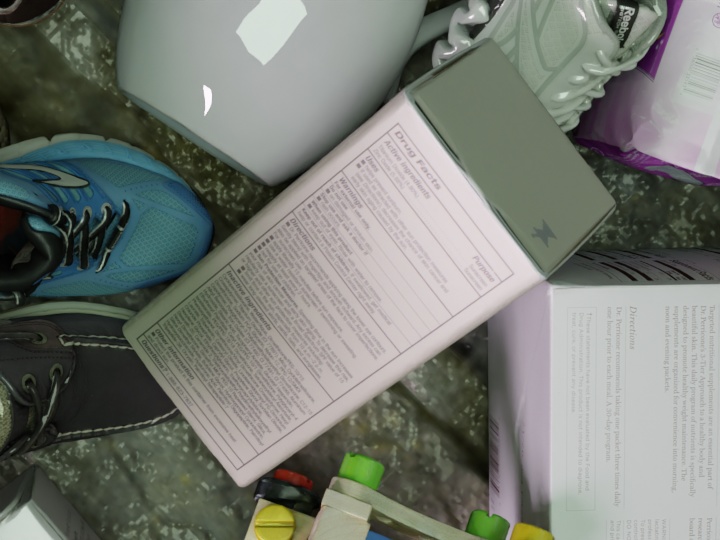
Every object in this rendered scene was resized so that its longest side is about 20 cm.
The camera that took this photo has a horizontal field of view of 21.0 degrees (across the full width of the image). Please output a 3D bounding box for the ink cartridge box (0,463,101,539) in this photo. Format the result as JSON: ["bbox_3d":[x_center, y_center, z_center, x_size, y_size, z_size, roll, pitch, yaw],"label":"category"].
[{"bbox_3d":[-0.142,0.212,0.882,0.144,0.084,0.200,-38,100,-2],"label":"ink cartridge box"}]

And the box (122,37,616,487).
[{"bbox_3d":[0.000,0.000,0.818,0.200,0.078,0.095,-35,92,38],"label":"box"}]

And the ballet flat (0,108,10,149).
[{"bbox_3d":[-0.217,0.007,0.868,0.067,0.046,0.201,31,92,-10],"label":"ballet flat"}]

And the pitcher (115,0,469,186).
[{"bbox_3d":[-0.001,-0.129,0.852,0.171,0.121,0.201,34,87,-31],"label":"pitcher"}]

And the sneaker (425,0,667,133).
[{"bbox_3d":[0.082,-0.097,0.827,0.081,0.075,0.201,35,126,30],"label":"sneaker"}]

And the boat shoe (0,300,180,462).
[{"bbox_3d":[-0.163,0.055,0.849,0.199,0.065,0.072,5,114,-25],"label":"boat shoe"}]

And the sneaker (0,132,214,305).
[{"bbox_3d":[-0.143,-0.011,0.824,0.199,0.090,0.079,2,113,-41],"label":"sneaker"}]

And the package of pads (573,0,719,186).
[{"bbox_3d":[0.166,-0.137,0.860,0.075,0.121,0.201,19,94,-9],"label":"package of pads"}]

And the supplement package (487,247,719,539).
[{"bbox_3d":[0.166,0.089,0.872,0.199,0.147,0.193,-1,97,-7],"label":"supplement package"}]

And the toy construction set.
[{"bbox_3d":[0.008,0.144,0.857,0.130,0.200,0.093,19,58,4],"label":"toy construction set"}]

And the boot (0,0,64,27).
[{"bbox_3d":[-0.135,-0.200,0.792,0.072,0.166,0.201,3,96,-7],"label":"boot"}]
